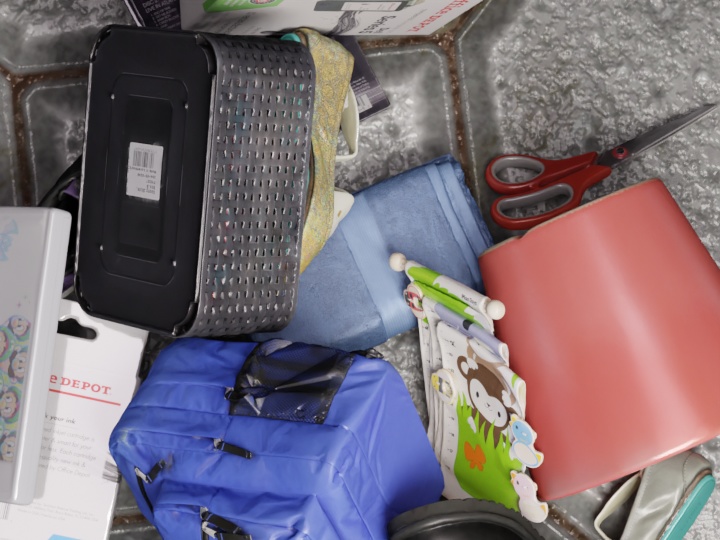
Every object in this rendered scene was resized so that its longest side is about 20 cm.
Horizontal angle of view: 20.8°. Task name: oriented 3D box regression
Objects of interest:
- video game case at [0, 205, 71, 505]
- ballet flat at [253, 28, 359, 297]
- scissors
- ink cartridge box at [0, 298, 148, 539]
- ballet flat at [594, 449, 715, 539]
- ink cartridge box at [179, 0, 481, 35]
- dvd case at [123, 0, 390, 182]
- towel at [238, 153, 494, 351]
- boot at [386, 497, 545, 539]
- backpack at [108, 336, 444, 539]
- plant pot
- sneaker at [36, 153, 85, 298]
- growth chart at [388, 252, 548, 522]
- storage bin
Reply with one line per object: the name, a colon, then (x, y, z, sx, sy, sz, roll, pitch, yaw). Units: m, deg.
video game case: (-0.285, 0.054, 1.367, 0.181, 0.024, 0.201, 2, 82, 36)
ballet flat: (-0.033, -0.074, 1.400, 0.070, 0.071, 0.201, 6, 75, -5)
scissors: (0.187, -0.076, 1.467, 0.199, 0.014, 0.073, -14, 47, -9)
ink cartridge box: (-0.222, 0.122, 1.399, 0.115, 0.067, 0.201, 13, 84, -3)
ballet flat: (0.191, 0.218, 1.441, 0.063, 0.067, 0.201, 27, 81, 25)
ink cartridge box: (-0.017, -0.222, 1.388, 0.199, 0.145, 0.085, -3, 84, -20)
dvd case: (-0.085, -0.179, 1.446, 0.148, 0.016, 0.201, -27, 89, -23)
towel: (0.000, 0.000, 1.441, 0.199, 0.049, 0.112, -23, 87, -8)
boot: (0.101, 0.250, 1.292, 0.079, 0.211, 0.159, -29, 49, 26)
backpack: (-0.073, 0.134, 1.329, 0.199, 0.163, 0.168, 10, 47, 30)
plant pot: (0.181, 0.042, 1.378, 0.199, 0.200, 0.178, -22, 87, -7)
sneaker: (-0.179, -0.058, 1.409, 0.076, 0.088, 0.200, 39, 82, -1)
growth chart: (0.078, 0.094, 1.378, 0.018, 0.144, 0.201, -19, 112, -29)
storage bin: (-0.115, -0.062, 1.334, 0.093, 0.135, 0.201, -2, 100, -45)
